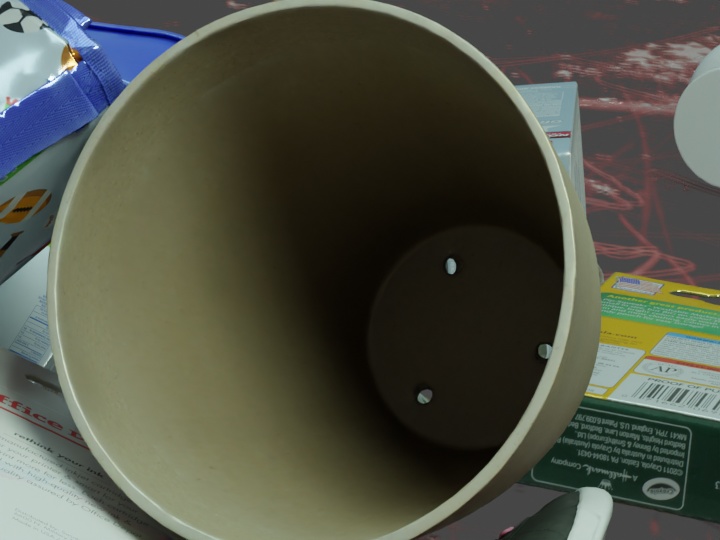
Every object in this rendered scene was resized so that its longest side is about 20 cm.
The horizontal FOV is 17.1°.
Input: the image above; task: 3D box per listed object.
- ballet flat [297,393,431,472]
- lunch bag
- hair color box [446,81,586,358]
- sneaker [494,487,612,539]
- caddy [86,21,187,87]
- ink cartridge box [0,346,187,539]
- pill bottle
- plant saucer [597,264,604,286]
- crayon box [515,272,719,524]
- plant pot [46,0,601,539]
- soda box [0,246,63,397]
[{"bbox_3d":[0.002,0.075,1.005,0.068,0.063,0.200,7,16,13],"label":"ballet flat"},{"bbox_3d":[-0.184,-0.029,0.881,0.170,0.124,0.200,-37,14,-18],"label":"lunch bag"},{"bbox_3d":[0.075,-0.024,1.133,0.060,0.099,0.200,-3,13,6],"label":"hair color box"},{"bbox_3d":[0.029,0.118,0.848,0.099,0.071,0.200,14,22,12],"label":"sneaker"},{"bbox_3d":[-0.147,-0.060,1.284,0.199,0.142,0.105,9,20,15],"label":"caddy"},{"bbox_3d":[-0.121,0.097,0.826,0.117,0.067,0.200,27,14,-8],"label":"ink cartridge box"},{"bbox_3d":[0.290,-0.113,1.647,0.111,0.112,0.200,13,19,27],"label":"pill bottle"},{"bbox_3d":[0.027,0.015,1.253,0.199,0.032,0.200,-1,18,0],"label":"plant saucer"},{"bbox_3d":[0.150,0.057,1.129,0.125,0.052,0.200,10,18,19],"label":"crayon box"},{"bbox_3d":[0.015,0.014,0.875,0.187,0.188,0.200,11,-3,22],"label":"plant pot"},{"bbox_3d":[-0.203,0.004,1.080,0.199,0.064,0.068,24,-21,21],"label":"soda box"}]
